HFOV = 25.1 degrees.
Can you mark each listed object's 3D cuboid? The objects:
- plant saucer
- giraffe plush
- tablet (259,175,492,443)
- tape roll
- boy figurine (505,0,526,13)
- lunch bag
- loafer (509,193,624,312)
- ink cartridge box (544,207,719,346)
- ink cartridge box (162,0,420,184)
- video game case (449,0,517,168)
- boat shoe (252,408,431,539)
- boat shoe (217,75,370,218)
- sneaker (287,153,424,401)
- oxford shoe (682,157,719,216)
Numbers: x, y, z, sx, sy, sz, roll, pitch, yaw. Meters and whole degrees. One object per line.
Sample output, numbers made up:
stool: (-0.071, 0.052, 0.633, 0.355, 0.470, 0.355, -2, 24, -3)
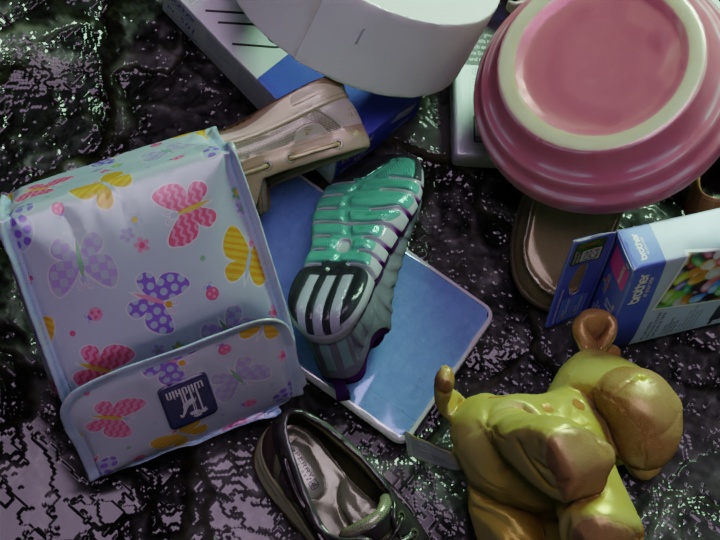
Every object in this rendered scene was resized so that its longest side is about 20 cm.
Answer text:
plant saucer: (0.176, -0.140, 1.168, 0.198, 0.051, 0.203, -7, 62, 14)
giraffe plush: (0.152, 0.120, 1.113, 0.161, 0.174, 0.200, -26, 41, -28)
tablet: (-0.014, 0.023, 1.188, 0.199, 0.014, 0.130, 35, 66, 6)
tape roll: (0.003, -0.220, 1.207, 0.201, 0.071, 0.204, 20, 38, -16)
boy figurine: (0.175, -0.230, 1.273, 0.200, 0.065, 0.124, 40, 71, 8)
lunch bag: (-0.136, 0.026, 1.088, 0.168, 0.127, 0.202, -17, 107, -9)
loafer: (0.167, -0.068, 1.209, 0.075, 0.067, 0.202, 19, 80, -2)
ink cartridge box: (0.239, 0.003, 1.175, 0.198, 0.120, 0.042, -10, 60, -12)
ink cartridge box: (-0.054, -0.170, 1.248, 0.094, 0.044, 0.200, -40, 78, -20)
video game case: (0.168, -0.162, 1.291, 0.198, 0.023, 0.184, 3, 67, -6)
boat shoe: (0.002, 0.176, 1.095, 0.072, 0.066, 0.201, -37, 77, -21)
boat shoe: (-0.089, -0.067, 1.171, 0.199, 0.072, 0.065, -28, 87, -1)
sneaker: (0.000, 0.000, 1.168, 0.074, 0.088, 0.201, 4, 41, 22)
oxford shoe: (0.307, -0.101, 1.249, 0.071, 0.072, 0.201, 18, 55, 21)
